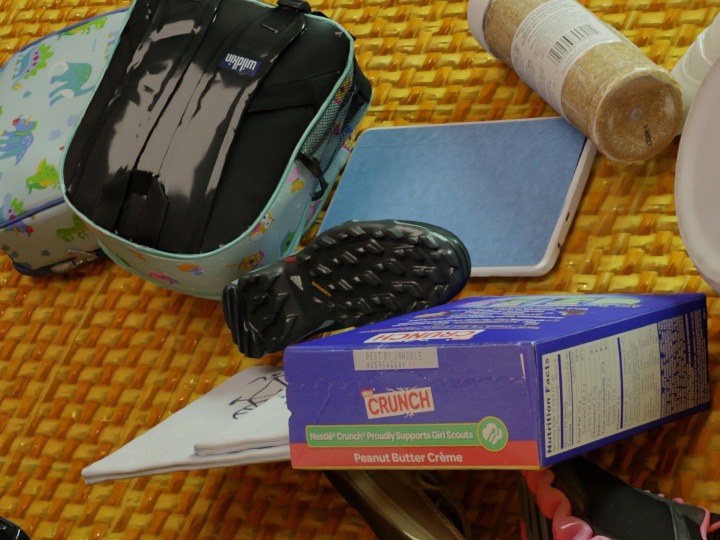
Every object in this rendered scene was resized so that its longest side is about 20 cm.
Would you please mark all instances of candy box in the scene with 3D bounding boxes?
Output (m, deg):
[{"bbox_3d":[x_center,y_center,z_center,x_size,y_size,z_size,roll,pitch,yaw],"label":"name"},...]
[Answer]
[{"bbox_3d":[0.081,0.061,1.419,0.169,0.200,0.077,-2,95,36],"label":"candy box"}]

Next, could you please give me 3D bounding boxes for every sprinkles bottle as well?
[{"bbox_3d":[0.139,-0.139,1.637,0.068,0.068,0.200,-39,35,0],"label":"sprinkles bottle"}]

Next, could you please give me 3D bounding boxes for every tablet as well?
[{"bbox_3d":[0.061,-0.047,1.668,0.200,0.014,0.130,-1,53,37],"label":"tablet"}]

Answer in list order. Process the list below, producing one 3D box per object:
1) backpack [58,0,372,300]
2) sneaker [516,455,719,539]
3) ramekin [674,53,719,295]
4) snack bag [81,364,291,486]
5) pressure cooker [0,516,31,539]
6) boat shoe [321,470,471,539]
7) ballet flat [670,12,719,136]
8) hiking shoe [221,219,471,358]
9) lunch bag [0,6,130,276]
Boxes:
[{"bbox_3d":[-0.102,-0.081,1.693,0.176,0.153,0.200,21,67,16],"label":"backpack"},{"bbox_3d":[0.154,0.151,1.390,0.095,0.079,0.200,-17,32,-17],"label":"sneaker"},{"bbox_3d":[0.260,-0.059,1.397,0.202,0.094,0.203,-36,47,52],"label":"ramekin"},{"bbox_3d":[-0.050,0.080,1.549,0.200,0.021,0.189,-11,14,39],"label":"snack bag"},{"bbox_3d":[-0.291,0.229,1.552,0.179,0.176,0.200,-42,27,45],"label":"pressure cooker"},{"bbox_3d":[0.025,0.126,1.498,0.063,0.073,0.201,-35,29,-8],"label":"boat shoe"},{"bbox_3d":[0.266,-0.151,1.568,0.200,0.069,0.070,-23,43,19],"label":"ballet flat"},{"bbox_3d":[0.000,0.000,1.592,0.200,0.075,0.087,-12,9,42],"label":"hiking shoe"},{"bbox_3d":[-0.201,-0.097,1.856,0.161,0.082,0.200,-20,44,23],"label":"lunch bag"}]
